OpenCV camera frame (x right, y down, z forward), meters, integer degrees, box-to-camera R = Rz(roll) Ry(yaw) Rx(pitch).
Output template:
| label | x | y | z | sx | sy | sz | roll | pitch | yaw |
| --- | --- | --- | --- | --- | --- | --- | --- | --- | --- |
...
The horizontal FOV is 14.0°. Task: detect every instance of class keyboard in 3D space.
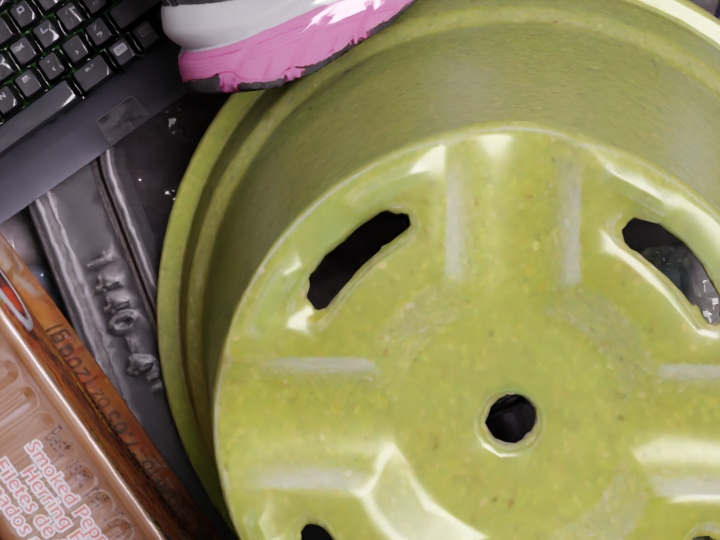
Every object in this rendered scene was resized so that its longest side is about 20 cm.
| label | x | y | z | sx | sy | sz | roll | pitch | yaw |
| --- | --- | --- | --- | --- | --- | --- | --- | --- | --- |
| keyboard | -0.100 | -0.090 | 0.809 | 0.200 | 0.021 | 0.127 | -35 | 89 | 5 |

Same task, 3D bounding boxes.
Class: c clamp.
| label | x | y | z | sx | sy | sz | roll | pitch | yaw |
| --- | --- | --- | --- | --- | --- | --- | --- | --- | --- |
| c clamp | 0.000 | 0.000 | 0.830 | 0.171 | 0.027 | 0.200 | -26 | 94 | 6 |

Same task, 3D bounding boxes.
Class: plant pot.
| label | x | y | z | sx | sy | sz | roll | pitch | yaw |
| --- | --- | --- | --- | --- | --- | --- | --- | --- | --- |
| plant pot | 0.037 | 0.024 | 0.724 | 0.200 | 0.184 | 0.201 | 0 | 97 | 4 |

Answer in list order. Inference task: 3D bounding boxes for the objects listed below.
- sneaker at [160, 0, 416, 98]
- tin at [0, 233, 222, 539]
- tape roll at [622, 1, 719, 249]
| label | x | y | z | sx | sy | sz | roll | pitch | yaw |
| --- | --- | --- | --- | --- | --- | --- | --- | --- | --- |
| sneaker | 0.021 | -0.130 | 0.756 | 0.200 | 0.080 | 0.086 | -37 | 108 | -14 |
| tin | -0.071 | 0.060 | 0.770 | 0.042 | 0.112 | 0.200 | -35 | 92 | -4 |
| tape roll | 0.079 | -0.111 | 0.900 | 0.200 | 0.066 | 0.201 | 5 | 73 | -17 |
